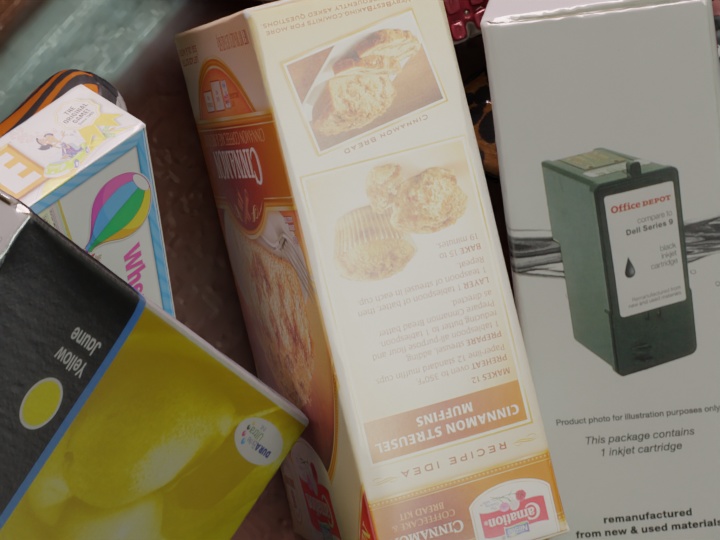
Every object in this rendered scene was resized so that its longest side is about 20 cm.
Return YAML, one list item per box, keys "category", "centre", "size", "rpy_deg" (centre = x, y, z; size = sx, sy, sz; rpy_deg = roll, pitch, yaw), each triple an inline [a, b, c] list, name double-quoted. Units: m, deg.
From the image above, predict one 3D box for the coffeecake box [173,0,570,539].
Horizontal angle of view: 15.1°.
- category: "coffeecake box"
  centre: [0.000, 0.000, 0.987]
  size: [0.073, 0.153, 0.202]
  rpy_deg: [-15, 95, -13]

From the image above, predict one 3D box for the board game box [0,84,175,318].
- category: "board game box"
  centre: [-0.120, 0.053, 0.922]
  size: [0.034, 0.201, 0.134]
  rpy_deg: [32, 54, 33]

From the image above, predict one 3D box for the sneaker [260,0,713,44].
- category: "sneaker"
  centre: [0.047, -0.123, 1.101]
  size: [0.198, 0.075, 0.081]
  rpy_deg: [2, 90, -9]

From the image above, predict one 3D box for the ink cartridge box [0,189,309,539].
- category: "ink cartridge box"
  centre: [-0.124, 0.092, 0.876]
  size: [0.201, 0.047, 0.198]
  rpy_deg: [-58, 149, -5]

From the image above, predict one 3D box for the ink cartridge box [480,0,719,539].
- category: "ink cartridge box"
  centre: [0.099, -0.013, 1.010]
  size: [0.083, 0.146, 0.202]
  rpy_deg: [-6, 103, 7]

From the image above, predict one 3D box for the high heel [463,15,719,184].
- category: "high heel"
  centre: [0.109, 0.004, 1.111]
  size: [0.142, 0.071, 0.202]
  rpy_deg: [-15, 86, -17]

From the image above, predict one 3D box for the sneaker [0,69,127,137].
- category: "sneaker"
  centre: [-0.168, -0.011, 0.943]
  size: [0.112, 0.077, 0.201]
  rpy_deg: [42, 68, -23]
